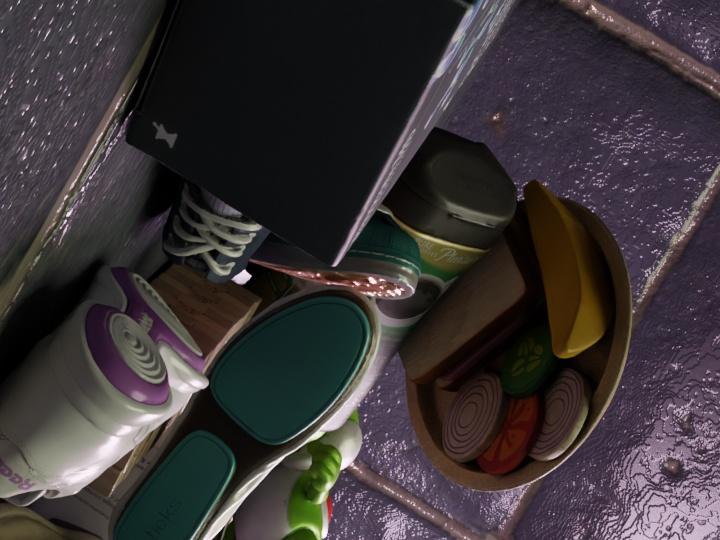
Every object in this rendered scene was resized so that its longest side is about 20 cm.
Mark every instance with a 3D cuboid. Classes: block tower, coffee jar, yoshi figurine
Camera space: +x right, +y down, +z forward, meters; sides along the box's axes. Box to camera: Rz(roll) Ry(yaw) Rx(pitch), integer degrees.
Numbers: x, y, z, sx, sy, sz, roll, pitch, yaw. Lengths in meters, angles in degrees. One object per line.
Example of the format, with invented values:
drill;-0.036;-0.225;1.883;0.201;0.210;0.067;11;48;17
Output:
block tower;-0.112;0.050;1.097;0.054;0.058;0.200;-59;179;24
coffee jar;0.000;0.000;1.196;0.104;0.086;0.200;13;125;-47
yoshi figurine;-0.057;0.140;1.360;0.112;0.112;0.201;132;-22;-78

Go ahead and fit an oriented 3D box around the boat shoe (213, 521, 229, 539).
boat shoe;-0.094;0.118;1.308;0.072;0.066;0.202;-8;128;-49

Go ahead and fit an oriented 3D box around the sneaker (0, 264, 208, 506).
sneaker;-0.128;0.053;0.917;0.100;0.075;0.200;-41;179;6

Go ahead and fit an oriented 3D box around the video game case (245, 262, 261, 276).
video game case;0.005;-0.023;1.286;0.143;0.019;0.200;-37;153;3

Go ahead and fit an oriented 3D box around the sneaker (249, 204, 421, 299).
sneaker;-0.026;-0.036;1.095;0.200;0.071;0.080;16;-92;58

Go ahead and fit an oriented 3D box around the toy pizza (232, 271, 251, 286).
toy pizza;-0.045;-0.001;1.321;0.199;0.032;0.201;-27;153;-15

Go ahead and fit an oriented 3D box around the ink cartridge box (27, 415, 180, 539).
ink cartridge box;-0.150;0.156;1.217;0.201;0.084;0.145;-60;175;21

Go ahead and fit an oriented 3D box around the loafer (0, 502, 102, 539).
loafer;-0.160;0.169;1.041;0.076;0.068;0.200;-60;160;3

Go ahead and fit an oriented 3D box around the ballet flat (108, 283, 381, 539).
ballet flat;-0.060;0.081;1.075;0.200;0.069;0.069;-50;179;13

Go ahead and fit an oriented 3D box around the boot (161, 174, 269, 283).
boot;-0.060;-0.031;0.975;0.091;0.072;0.200;-60;180;9

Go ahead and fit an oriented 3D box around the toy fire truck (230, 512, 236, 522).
toy fire truck;-0.125;0.180;1.518;0.200;0.128;0.177;84;18;-74

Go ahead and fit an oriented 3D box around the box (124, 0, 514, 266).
box;0.009;-0.130;0.840;0.200;0.107;0.149;-55;176;-46

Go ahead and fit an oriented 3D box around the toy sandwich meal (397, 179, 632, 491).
toy sandwich meal;0.079;0.032;1.224;0.205;0.070;0.207;-24;-124;41
